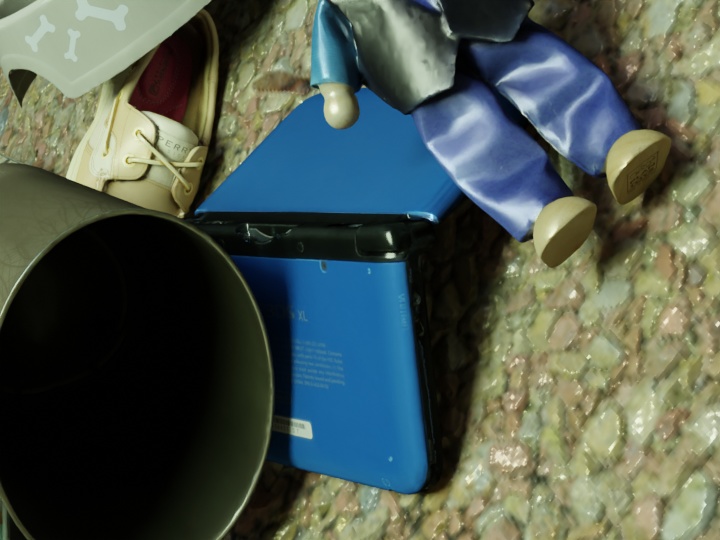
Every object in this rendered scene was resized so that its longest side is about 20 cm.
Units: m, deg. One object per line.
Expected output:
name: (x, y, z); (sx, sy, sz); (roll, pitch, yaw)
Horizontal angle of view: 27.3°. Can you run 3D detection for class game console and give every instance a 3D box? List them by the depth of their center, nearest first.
game console: (0.000, 0.000, 0.729); (0.199, 0.117, 0.173); (4, 104, 53)

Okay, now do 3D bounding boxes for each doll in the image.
doll: (0.043, -0.101, 0.629); (0.136, 0.048, 0.200); (-41, 70, 1)

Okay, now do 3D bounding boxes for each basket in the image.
basket: (-0.146, 0.029, 0.727); (0.200, 0.135, 0.183); (32, 135, 55)

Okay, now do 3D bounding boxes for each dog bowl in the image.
dog bowl: (-0.150, -0.183, 0.923); (0.199, 0.059, 0.201); (-31, 25, 16)

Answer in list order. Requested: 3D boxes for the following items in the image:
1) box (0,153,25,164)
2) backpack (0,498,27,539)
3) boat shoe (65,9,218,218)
box: (-0.289, 0.017, 1.039); (0.082, 0.068, 0.203); (0, 71, 51)
backpack: (-0.289, 0.128, 0.836); (0.197, 0.151, 0.180); (-7, 58, 2)
boat shoe: (-0.125, -0.073, 0.881); (0.069, 0.073, 0.203); (-28, 49, 47)
